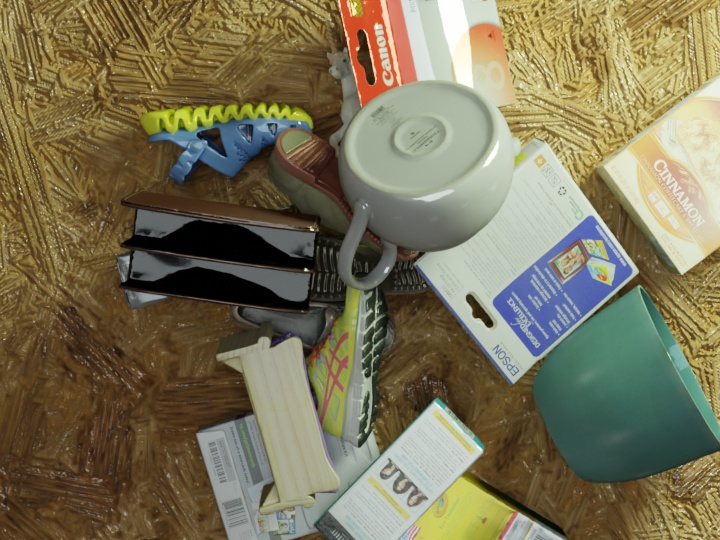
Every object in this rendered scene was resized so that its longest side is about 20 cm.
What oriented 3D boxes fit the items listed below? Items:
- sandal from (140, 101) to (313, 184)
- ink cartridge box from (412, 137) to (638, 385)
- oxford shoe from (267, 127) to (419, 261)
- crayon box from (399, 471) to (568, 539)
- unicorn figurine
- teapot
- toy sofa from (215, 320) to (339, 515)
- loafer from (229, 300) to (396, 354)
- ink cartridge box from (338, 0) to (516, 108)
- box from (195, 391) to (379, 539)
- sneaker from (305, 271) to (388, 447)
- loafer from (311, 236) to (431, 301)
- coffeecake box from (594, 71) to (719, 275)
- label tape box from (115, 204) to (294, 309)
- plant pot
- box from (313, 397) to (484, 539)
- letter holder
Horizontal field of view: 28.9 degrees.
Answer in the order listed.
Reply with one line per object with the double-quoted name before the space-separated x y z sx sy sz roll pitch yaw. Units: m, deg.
"sandal" -0.150 -0.148 1.600 0.197 0.079 0.088 -4 98 9
"ink cartridge box" 0.183 -0.008 1.571 0.200 0.047 0.198 -40 112 0
"oxford shoe" -0.018 -0.074 1.546 0.200 0.074 0.071 41 53 5
"crayon box" 0.127 0.312 1.640 0.199 0.051 0.128 32 93 -2
"unicorn figurine" 0.018 -0.173 1.584 0.198 0.074 0.138 26 50 -14
"teapot" 0.071 -0.088 1.462 0.197 0.147 0.199 -7 49 8
"toy sofa" -0.090 0.162 1.566 0.096 0.083 0.202 -15 100 1
"loafer" -0.056 0.065 1.617 0.198 0.063 0.073 11 93 0
"ink cartridge box" 0.076 -0.249 1.545 0.199 0.050 0.164 -14 93 -41
"box" -0.076 0.232 1.641 0.198 0.041 0.158 -18 94 2
"sneaker" -0.024 0.097 1.567 0.089 0.078 0.202 12 105 18
"loafer" 0.000 0.000 1.612 0.198 0.068 0.077 4 90 16
"coffeecake box" 0.395 -0.117 1.596 0.199 0.073 0.154 -37 92 2
"label tape box" -0.162 -0.017 1.571 0.198 0.144 0.064 -16 94 2
"plant pot" 0.289 0.143 1.561 0.160 0.201 0.202 -29 94 14
"box" 0.045 0.245 1.589 0.082 0.049 0.200 45 95 6
"letter holder" -0.145 -0.016 1.428 0.197 0.142 0.102 8 95 -2
